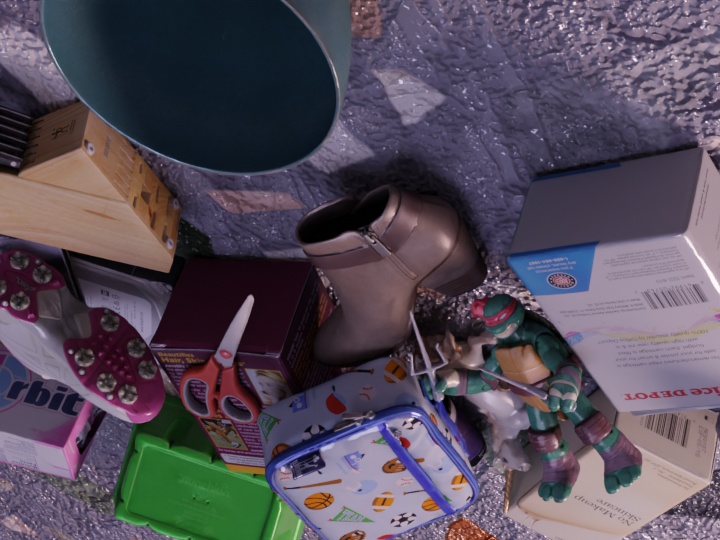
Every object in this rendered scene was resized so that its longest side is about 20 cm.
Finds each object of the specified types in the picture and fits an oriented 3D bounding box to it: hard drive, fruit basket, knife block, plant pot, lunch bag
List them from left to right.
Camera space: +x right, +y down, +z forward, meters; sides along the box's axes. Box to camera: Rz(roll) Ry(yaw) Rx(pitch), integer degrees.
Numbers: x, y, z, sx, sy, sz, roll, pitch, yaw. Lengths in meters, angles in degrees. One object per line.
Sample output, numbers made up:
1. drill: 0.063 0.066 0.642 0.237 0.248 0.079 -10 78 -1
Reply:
1. knife block: -0.267 -0.061 1.288 0.174 0.064 0.200 -19 132 22
2. hard drive: -0.261 0.014 1.449 0.198 0.038 0.140 18 145 5
3. fruit basket: -0.147 0.220 1.614 0.214 0.157 0.216 17 -172 -3
4. plant pot: -0.089 -0.179 1.015 0.198 0.136 0.201 13 144 10
5. lunch bag: 0.011 0.157 1.330 0.159 0.076 0.200 -22 142 11

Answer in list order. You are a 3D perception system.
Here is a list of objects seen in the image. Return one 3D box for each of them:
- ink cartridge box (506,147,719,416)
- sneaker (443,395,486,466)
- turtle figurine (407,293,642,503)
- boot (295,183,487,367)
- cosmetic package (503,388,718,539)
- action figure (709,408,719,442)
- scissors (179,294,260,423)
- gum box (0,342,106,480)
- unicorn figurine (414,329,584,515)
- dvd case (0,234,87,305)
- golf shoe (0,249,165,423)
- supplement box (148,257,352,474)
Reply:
1. ink cartridge box: 0.221 0.014 1.164 0.144 0.085 0.200 -8 136 35
2. sneaker: 0.028 0.177 1.494 0.199 0.076 0.087 -14 139 39
3. turtle figurine: 0.134 0.090 1.232 0.201 0.101 0.149 53 153 -18
4. boot: 0.000 0.000 1.248 0.199 0.071 0.146 -32 138 26
5. cosmetic package: 0.220 0.174 1.392 0.103 0.074 0.200 26 144 -9
6. action figure: 0.360 0.140 1.206 0.192 0.106 0.199 6 175 -44
7. scissors: -0.119 0.072 1.293 0.073 0.014 0.201 16 146 9
8. gum box: -0.350 0.127 1.577 0.198 0.114 0.066 13 145 11
9. unicorn figurine: 0.125 0.113 1.369 0.200 0.074 0.137 49 149 -14
10. dvd case: -0.333 -0.044 1.373 0.147 0.016 0.201 1 126 19
11. golf shoe: -0.251 0.068 1.368 0.200 0.075 0.092 40 144 12
12. supplement box: -0.082 0.091 1.403 0.130 0.104 0.201 3 142 23
